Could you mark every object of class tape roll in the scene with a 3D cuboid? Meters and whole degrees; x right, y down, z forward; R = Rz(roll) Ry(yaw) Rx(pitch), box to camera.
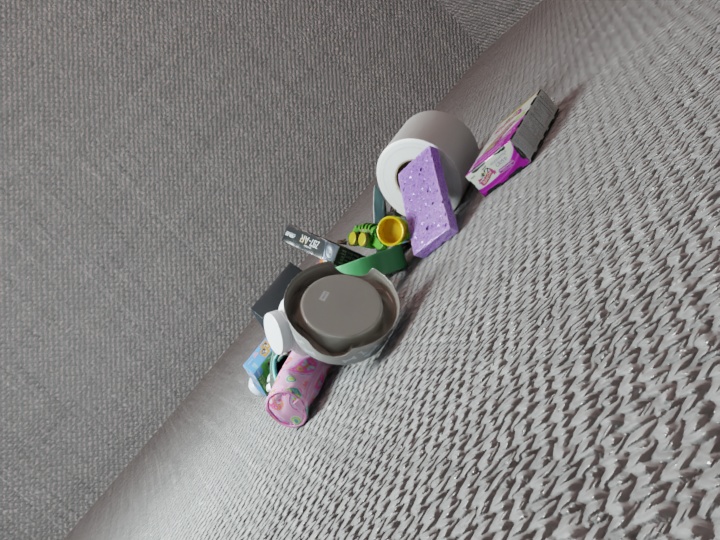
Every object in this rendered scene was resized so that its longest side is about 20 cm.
[{"bbox_3d":[0.150,-0.230,1.571,0.202,0.203,0.140,-38,11,43],"label":"tape roll"},{"bbox_3d":[0.000,0.000,1.496,0.197,0.049,0.200,-20,1,0],"label":"tape roll"}]

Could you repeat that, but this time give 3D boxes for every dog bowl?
[{"bbox_3d":[-0.033,0.073,1.210,0.201,0.197,0.059,-54,-22,-41],"label":"dog bowl"}]

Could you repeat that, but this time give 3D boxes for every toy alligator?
[{"bbox_3d":[0.003,-0.080,1.597,0.199,0.058,0.056,11,91,58],"label":"toy alligator"}]

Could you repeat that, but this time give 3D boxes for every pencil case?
[{"bbox_3d":[-0.106,0.199,1.320,0.087,0.087,0.201,-41,9,30],"label":"pencil case"}]

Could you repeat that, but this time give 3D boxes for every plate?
[{"bbox_3d":[0.050,-0.103,1.701,0.025,0.205,0.201,-3,16,5],"label":"plate"}]

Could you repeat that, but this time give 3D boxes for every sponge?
[{"bbox_3d":[0.133,-0.139,1.437,0.111,0.029,0.204,-40,49,43],"label":"sponge"}]

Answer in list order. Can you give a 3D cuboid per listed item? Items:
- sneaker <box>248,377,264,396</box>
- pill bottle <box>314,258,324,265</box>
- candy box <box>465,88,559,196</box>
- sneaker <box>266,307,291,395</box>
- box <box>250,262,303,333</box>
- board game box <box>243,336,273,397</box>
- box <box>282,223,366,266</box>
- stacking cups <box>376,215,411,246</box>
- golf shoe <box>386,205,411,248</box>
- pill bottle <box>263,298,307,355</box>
[{"bbox_3d":[-0.222,0.259,1.699,0.071,0.073,0.200,-53,-3,20],"label":"sneaker"},{"bbox_3d":[-0.112,0.055,1.871,0.200,0.114,0.115,-44,9,24],"label":"pill bottle"},{"bbox_3d":[0.301,-0.254,1.403,0.136,0.061,0.201,-38,12,49],"label":"candy box"},{"bbox_3d":[-0.145,0.159,1.429,0.091,0.076,0.205,128,146,-75],"label":"sneaker"},{"bbox_3d":[-0.159,0.094,1.628,0.142,0.078,0.201,-52,-21,-17],"label":"box"},{"bbox_3d":[-0.166,0.164,1.551,0.201,0.036,0.152,-52,-20,-20],"label":"board game box"},{"bbox_3d":[-0.069,-0.045,1.684,0.199,0.158,0.044,20,-86,-61],"label":"box"},{"bbox_3d":[0.095,-0.088,1.525,0.060,0.061,0.199,-43,-11,19],"label":"stacking cups"},{"bbox_3d":[0.089,-0.105,1.697,0.077,0.088,0.201,-38,14,36],"label":"golf shoe"},{"bbox_3d":[-0.075,0.087,1.321,0.197,0.115,0.112,-18,-6,-29],"label":"pill bottle"}]
